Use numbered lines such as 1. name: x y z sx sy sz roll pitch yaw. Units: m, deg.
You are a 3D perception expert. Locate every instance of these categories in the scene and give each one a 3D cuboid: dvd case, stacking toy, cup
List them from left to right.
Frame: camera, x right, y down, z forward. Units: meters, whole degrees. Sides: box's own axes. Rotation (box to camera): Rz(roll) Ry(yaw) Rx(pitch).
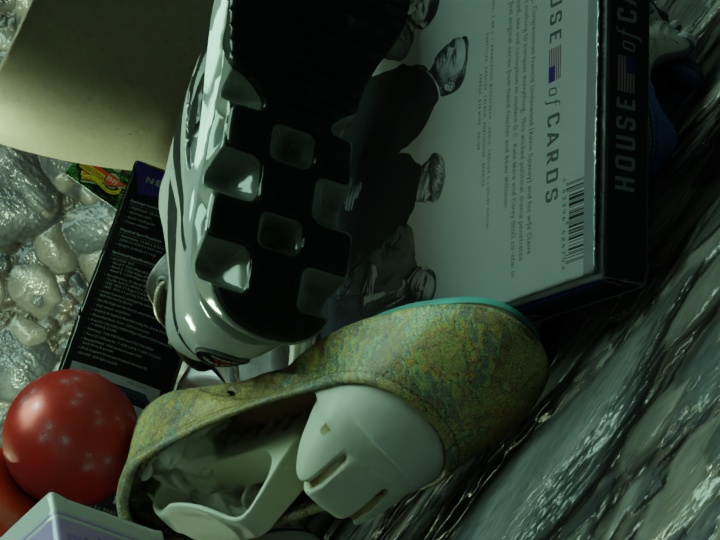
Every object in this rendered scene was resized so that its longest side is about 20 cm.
1. stacking toy: -0.151 0.122 0.993 0.200 0.085 0.085 -53 4 24
2. cup: -0.080 -0.126 1.181 0.201 0.143 0.200 -62 9 17
3. dvd case: 0.041 -0.050 0.898 0.200 0.025 0.151 -21 64 59

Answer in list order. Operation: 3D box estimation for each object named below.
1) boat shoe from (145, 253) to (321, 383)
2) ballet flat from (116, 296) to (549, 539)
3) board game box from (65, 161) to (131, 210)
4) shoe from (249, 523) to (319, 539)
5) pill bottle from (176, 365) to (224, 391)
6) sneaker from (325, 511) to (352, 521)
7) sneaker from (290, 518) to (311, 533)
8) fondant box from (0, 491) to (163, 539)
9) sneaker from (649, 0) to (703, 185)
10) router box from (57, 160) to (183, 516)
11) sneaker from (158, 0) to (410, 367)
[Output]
1. boat shoe: -0.050 0.016 1.034 0.075 0.073 0.200 86 -176 -52
2. ballet flat: -0.016 0.064 0.886 0.200 0.071 0.071 -18 30 43
3. board game box: -0.062 -0.014 1.340 0.023 0.200 0.105 -53 5 16
4. shoe: -0.092 0.133 1.023 0.200 0.071 0.091 -41 51 35
5. pill bottle: 0.000 0.000 1.145 0.200 0.111 0.111 -57 5 -29
6. sneaker: 0.019 0.007 1.018 0.200 0.090 0.070 -56 5 -23
7. sneaker: -0.097 0.177 1.117 0.200 0.074 0.081 -55 8 24
8. fondant box: -0.141 0.196 0.889 0.200 0.058 0.145 -41 43 25
9. sneaker: 0.092 -0.086 1.000 0.200 0.085 0.077 -80 13 -57
10. router box: -0.121 0.067 1.177 0.200 0.052 0.158 116 172 -58
11. sneaker: -0.039 -0.059 0.925 0.088 0.074 0.201 -29 42 59
